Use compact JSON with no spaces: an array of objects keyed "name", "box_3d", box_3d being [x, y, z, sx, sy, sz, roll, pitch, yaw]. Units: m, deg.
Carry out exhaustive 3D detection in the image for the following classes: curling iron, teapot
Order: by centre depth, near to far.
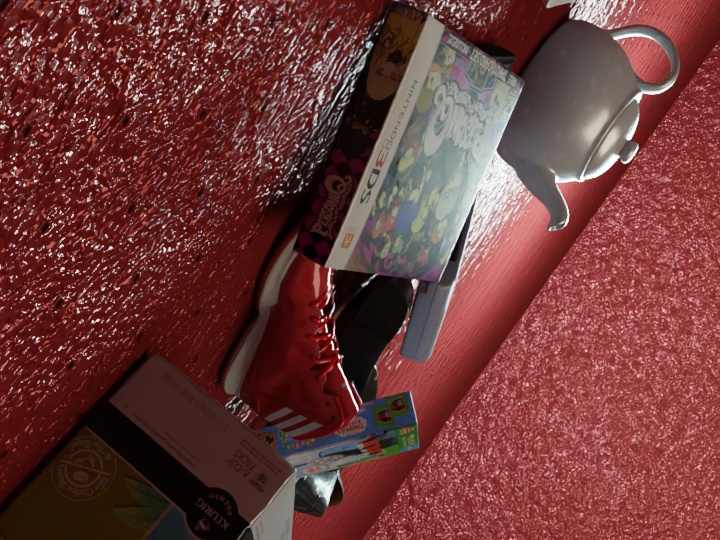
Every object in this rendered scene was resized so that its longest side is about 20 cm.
[{"name":"curling iron","box_3d":[0.000,0.000,1.001,0.201,0.025,0.050,-50,169,-20]},{"name":"teapot","box_3d":[0.256,-0.178,1.203,0.197,0.145,0.202,-37,158,-53]}]

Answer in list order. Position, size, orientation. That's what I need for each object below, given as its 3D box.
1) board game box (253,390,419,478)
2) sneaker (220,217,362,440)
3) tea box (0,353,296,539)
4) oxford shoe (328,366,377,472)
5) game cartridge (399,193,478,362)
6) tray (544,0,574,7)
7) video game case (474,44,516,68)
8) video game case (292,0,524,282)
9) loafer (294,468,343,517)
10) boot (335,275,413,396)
[{"name":"board game box","box_3d":[-0.043,0.167,1.000,0.196,0.037,0.152,-13,163,0]},{"name":"sneaker","box_3d":[-0.028,0.051,0.833,0.078,0.115,0.202,-36,158,-51]},{"name":"tea box","box_3d":[-0.153,0.202,0.729,0.197,0.133,0.201,-49,166,-25]},{"name":"oxford shoe","box_3d":[-0.026,0.153,1.252,0.072,0.070,0.202,-80,-171,-46]},{"name":"game cartridge","box_3d":[0.085,-0.008,1.101,0.134,0.040,0.202,109,0,-46]},{"name":"tray","box_3d":[0.229,-0.341,0.972,0.107,0.022,0.202,-34,155,-59]},{"name":"video game case","box_3d":[0.064,-0.110,0.923,0.199,0.025,0.183,-24,142,-64]},{"name":"video game case","box_3d":[0.043,-0.084,0.785,0.199,0.035,0.184,8,107,-63]},{"name":"loafer","box_3d":[-0.056,0.300,1.450,0.073,0.072,0.200,-57,167,11]},{"name":"boot","box_3d":[-0.006,0.059,1.087,0.190,0.068,0.200,-59,-178,16]}]
